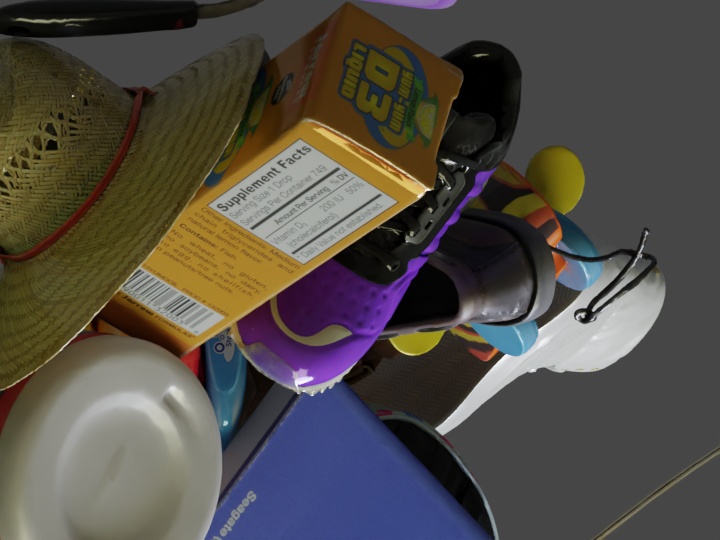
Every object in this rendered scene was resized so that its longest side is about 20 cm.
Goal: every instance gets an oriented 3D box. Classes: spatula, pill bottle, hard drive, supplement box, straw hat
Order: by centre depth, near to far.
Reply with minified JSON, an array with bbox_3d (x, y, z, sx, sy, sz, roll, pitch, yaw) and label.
[{"bbox_3d":[-0.054,-0.112,1.224,0.199,0.021,0.057,-10,162,-14],"label":"spatula"},{"bbox_3d":[-0.130,-0.050,1.228,0.085,0.202,0.201,39,137,-16],"label":"straw hat"},{"bbox_3d":[-0.043,-0.034,1.243,0.069,0.067,0.200,33,142,-23],"label":"supplement box"},{"bbox_3d":[-0.167,0.080,1.340,0.119,0.121,0.199,3,-178,-43],"label":"pill bottle"},{"bbox_3d":[-0.003,0.155,1.489,0.200,0.132,0.025,47,160,-30],"label":"hard drive"}]

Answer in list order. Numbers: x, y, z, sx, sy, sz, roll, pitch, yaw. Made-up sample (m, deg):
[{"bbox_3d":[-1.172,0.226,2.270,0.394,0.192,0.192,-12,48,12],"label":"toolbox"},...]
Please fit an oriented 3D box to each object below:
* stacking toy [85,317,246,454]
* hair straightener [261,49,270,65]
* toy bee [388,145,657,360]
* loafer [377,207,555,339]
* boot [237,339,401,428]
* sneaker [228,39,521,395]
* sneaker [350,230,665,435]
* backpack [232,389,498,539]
[{"bbox_3d":[-0.160,0.044,1.475,0.198,0.117,0.110,-3,159,-12],"label":"stacking toy"},{"bbox_3d":[-0.079,-0.049,1.377,0.076,0.041,0.200,-4,163,-30],"label":"hair straightener"},{"bbox_3d":[0.071,-0.022,1.484,0.131,0.109,0.200,-45,-176,-39],"label":"toy bee"},{"bbox_3d":[0.000,0.000,1.437,0.199,0.072,0.063,1,-166,42],"label":"loafer"},{"bbox_3d":[-0.018,0.046,1.634,0.154,0.074,0.200,-22,163,8],"label":"boot"},{"bbox_3d":[0.012,-0.036,1.321,0.200,0.069,0.100,-54,179,-39],"label":"sneaker"},{"bbox_3d":[0.082,0.050,1.696,0.199,0.074,0.115,-34,154,26],"label":"sneaker"},{"bbox_3d":[-0.031,0.161,1.570,0.200,0.150,0.178,-47,125,-13],"label":"backpack"}]
